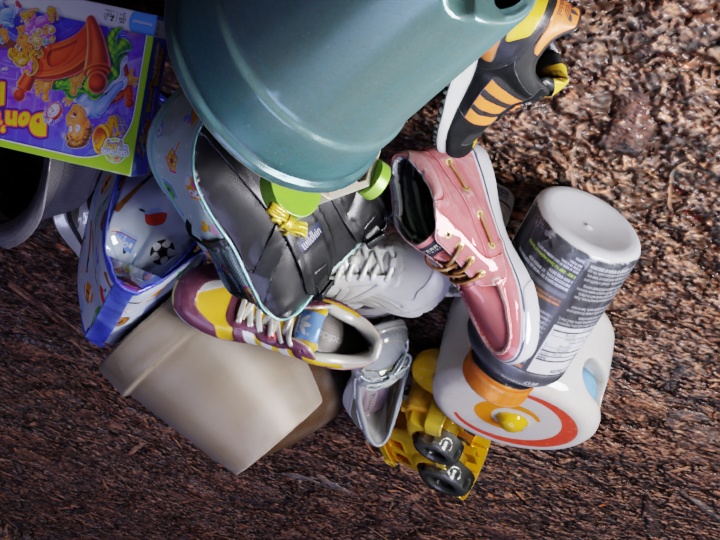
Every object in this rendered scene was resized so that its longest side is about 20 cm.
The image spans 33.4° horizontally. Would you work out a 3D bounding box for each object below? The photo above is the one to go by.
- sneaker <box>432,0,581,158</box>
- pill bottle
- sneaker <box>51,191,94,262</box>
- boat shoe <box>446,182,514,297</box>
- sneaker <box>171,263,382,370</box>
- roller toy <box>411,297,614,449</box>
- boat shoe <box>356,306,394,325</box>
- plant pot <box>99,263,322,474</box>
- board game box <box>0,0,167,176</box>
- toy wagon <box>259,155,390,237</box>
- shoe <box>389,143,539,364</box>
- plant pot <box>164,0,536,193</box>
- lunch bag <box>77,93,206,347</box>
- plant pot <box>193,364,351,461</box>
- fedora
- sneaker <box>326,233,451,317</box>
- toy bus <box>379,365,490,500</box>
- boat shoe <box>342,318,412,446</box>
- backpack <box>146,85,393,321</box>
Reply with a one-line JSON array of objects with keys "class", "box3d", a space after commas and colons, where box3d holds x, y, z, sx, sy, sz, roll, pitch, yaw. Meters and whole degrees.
[{"class": "sneaker", "box3d": [0.112, -0.143, 0.929, 0.089, 0.071, 0.201, 18, 151, 4]}, {"class": "pill bottle", "box3d": [0.164, 0.032, 1.099, 0.105, 0.107, 0.202, 21, 124, -9]}, {"class": "sneaker", "box3d": [-0.258, -0.019, 1.358, 0.113, 0.077, 0.201, 6, 148, 23]}, {"class": "boat shoe", "box3d": [0.099, -0.010, 1.181, 0.070, 0.071, 0.200, 19, 152, -6]}, {"class": "sneaker", "box3d": [-0.073, 0.040, 1.100, 0.197, 0.076, 0.090, 15, 176, -19]}, {"class": "roller toy", "box3d": [0.169, 0.104, 1.274, 0.198, 0.142, 0.182, 24, 151, -13]}, {"class": "boat shoe", "box3d": [0.017, 0.031, 1.313, 0.092, 0.076, 0.198, 29, 159, -34]}, {"class": "plant pot", "box3d": [-0.136, 0.103, 1.218, 0.174, 0.199, 0.200, 51, 148, 1]}, {"class": "board game box", "box3d": [-0.270, -0.169, 1.028, 0.196, 0.137, 0.045, 13, -171, 7]}, {"class": "toy wagon", "box3d": [-0.040, -0.115, 0.923, 0.154, 0.203, 0.039, 33, 150, -30]}, {"class": "shoe", "box3d": [0.085, -0.012, 1.032, 0.090, 0.203, 0.071, -10, 171, -40]}, {"class": "plant pot", "box3d": [0.002, -0.184, 0.804, 0.199, 0.203, 0.195, 31, 141, -27]}, {"class": "lunch bag", "box3d": [-0.206, -0.037, 1.161, 0.122, 0.203, 0.170, 23, 151, -13]}, {"class": "plant pot", "box3d": [-0.088, 0.123, 1.409, 0.185, 0.191, 0.199, -6, 175, 36]}, {"class": "fedora", "box3d": [-0.308, -0.112, 1.162, 0.089, 0.180, 0.199, 0, 159, -43]}, {"class": "sneaker", "box3d": [0.000, 0.000, 1.129, 0.198, 0.079, 0.098, -8, 163, 44]}, {"class": "toy bus", "box3d": [0.065, 0.167, 1.476, 0.189, 0.137, 0.201, 17, 153, 23]}, {"class": "boat shoe", "box3d": [0.022, 0.123, 1.329, 0.073, 0.065, 0.203, -16, 149, -20]}, {"class": "backpack", "box3d": [-0.085, -0.089, 1.027, 0.153, 0.176, 0.201, 30, 156, 46]}]
